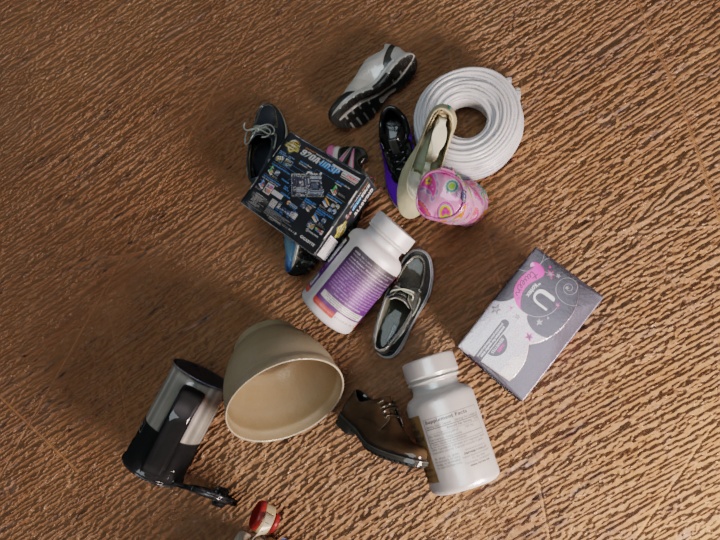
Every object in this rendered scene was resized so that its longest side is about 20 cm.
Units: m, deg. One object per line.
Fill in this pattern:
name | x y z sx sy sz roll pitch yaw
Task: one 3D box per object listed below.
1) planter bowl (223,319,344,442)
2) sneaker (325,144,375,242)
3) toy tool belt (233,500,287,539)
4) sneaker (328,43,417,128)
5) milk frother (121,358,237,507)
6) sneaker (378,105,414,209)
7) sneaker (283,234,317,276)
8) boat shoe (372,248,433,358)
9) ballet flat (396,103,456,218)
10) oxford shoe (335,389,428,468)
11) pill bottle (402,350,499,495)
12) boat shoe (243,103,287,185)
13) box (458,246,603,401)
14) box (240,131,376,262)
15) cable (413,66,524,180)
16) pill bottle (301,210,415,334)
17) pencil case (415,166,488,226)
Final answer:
planter bowl | -0.142 0.170 0.922 0.199 0.201 0.135 -34 47 4
sneaker | -0.014 -0.143 1.002 0.085 0.080 0.203 -7 80 6
toy tool belt | -0.160 0.490 0.900 0.122 0.125 0.202 30 89 -15
sneaker | 0.014 -0.354 1.051 0.199 0.074 0.080 -40 59 -2
milk frother | -0.279 0.291 0.959 0.199 0.180 0.190 30 85 -27
sneaker | 0.067 -0.203 0.981 0.069 0.099 0.203 -14 79 9
sneaker | -0.123 -0.085 1.027 0.089 0.078 0.203 -6 70 25
boat shoe | 0.076 0.055 0.943 0.071 0.071 0.203 16 82 15
ballet flat | 0.112 -0.181 0.921 0.069 0.069 0.203 21 104 16
oxford shoe | 0.037 0.246 0.871 0.199 0.072 0.085 22 87 47
pill bottle | 0.136 0.238 0.871 0.113 0.114 0.203 -19 75 8
boat shoe | -0.190 -0.247 1.062 0.074 0.062 0.203 -5 68 21
box | 0.265 0.087 0.872 0.132 0.115 0.201 39 89 17
box | -0.095 -0.132 0.957 0.199 0.046 0.160 33 87 28
cable | 0.193 -0.264 0.983 0.197 0.069 0.203 -2 78 12
pill bottle | 0.000 0.000 0.938 0.111 0.111 0.201 43 99 17
pencil case | 0.154 -0.117 0.894 0.086 0.199 0.089 1 91 24
